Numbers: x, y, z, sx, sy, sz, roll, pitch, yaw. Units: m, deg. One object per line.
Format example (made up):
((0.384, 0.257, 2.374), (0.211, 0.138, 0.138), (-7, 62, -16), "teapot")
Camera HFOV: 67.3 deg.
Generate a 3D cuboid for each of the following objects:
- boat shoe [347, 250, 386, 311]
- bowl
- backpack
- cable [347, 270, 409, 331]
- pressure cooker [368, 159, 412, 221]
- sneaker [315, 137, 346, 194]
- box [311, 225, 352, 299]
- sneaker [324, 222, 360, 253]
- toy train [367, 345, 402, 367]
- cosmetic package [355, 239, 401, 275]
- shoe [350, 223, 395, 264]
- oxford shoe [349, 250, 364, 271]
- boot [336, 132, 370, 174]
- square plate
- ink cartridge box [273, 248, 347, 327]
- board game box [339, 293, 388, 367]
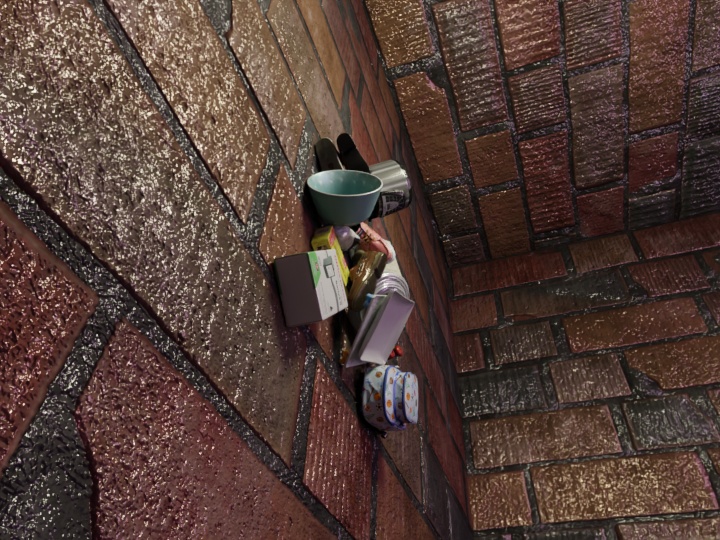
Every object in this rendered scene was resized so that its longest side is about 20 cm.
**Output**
((0.004, 0.028, 1.437), (0.200, 0.068, 0.072), (-59, 149, -39), "boat shoe")
((-0.042, -0.188, 1.442), (0.201, 0.200, 0.105), (-74, 167, -60), "bowl")
((0.076, 0.351, 1.500), (0.190, 0.154, 0.201), (35, 47, -54), "backpack")
((0.055, 0.095, 1.547), (0.199, 0.069, 0.201), (3, 108, -40), "cable")
((0.051, -0.261, 1.792), (0.176, 0.199, 0.179), (72, -19, 0), "pressure cooker")
((-0.069, -0.281, 1.581), (0.106, 0.075, 0.201), (14, 63, -74), "sneaker")
((-0.069, -0.011, 1.416), (0.075, 0.050, 0.201), (-75, 150, -58), "box")
((-0.051, -0.097, 1.528), (0.073, 0.072, 0.200), (53, 3, 13), "sneaker")
((0.043, 0.224, 1.617), (0.200, 0.085, 0.116), (7, 56, -65), "toy train")
((0.062, -0.006, 1.712), (0.105, 0.071, 0.200), (16, 45, -36), "cosmetic package")
((0.015, -0.095, 1.627), (0.200, 0.072, 0.091), (44, 7, 23), "shoe")
((0.000, 0.000, 1.632), (0.075, 0.070, 0.200), (25, 30, -31), "oxford shoe")
((-0.023, -0.311, 1.616), (0.189, 0.068, 0.200), (60, 2, -6), "boot")
((0.068, 0.154, 1.451), (0.199, 0.028, 0.200), (-64, 155, -3), "square plate")
((-0.104, 0.031, 1.189), (0.200, 0.084, 0.147), (-20, 98, -75), "ink cartridge box")
((0.032, 0.155, 1.444), (0.200, 0.026, 0.201), (7, 107, -64), "board game box")
